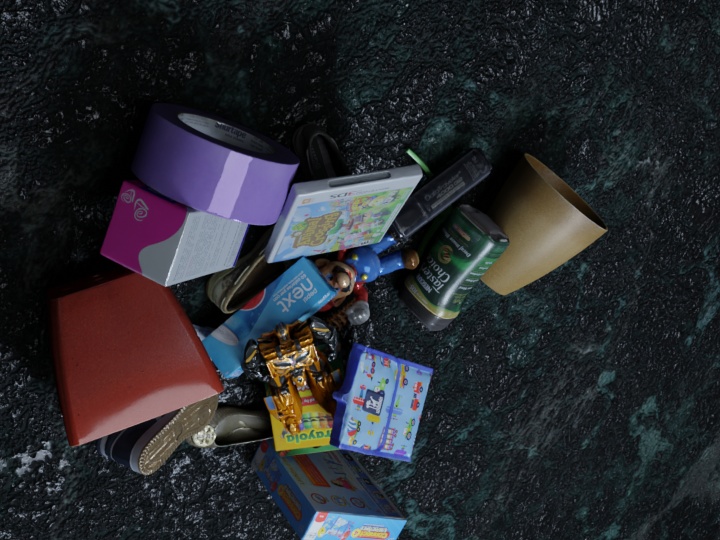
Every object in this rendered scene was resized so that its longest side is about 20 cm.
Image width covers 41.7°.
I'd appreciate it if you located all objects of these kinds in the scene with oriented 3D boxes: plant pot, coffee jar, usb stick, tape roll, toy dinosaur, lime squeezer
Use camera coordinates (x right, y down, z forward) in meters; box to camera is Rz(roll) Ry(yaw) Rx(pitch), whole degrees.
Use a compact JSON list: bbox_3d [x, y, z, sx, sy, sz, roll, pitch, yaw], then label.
[{"bbox_3d":[-0.316,0.092,1.240,0.199,0.200,0.177,-19,102,-18],"label":"plant pot"},{"bbox_3d":[0.147,-0.001,1.545,0.085,0.104,0.200,-2,131,-53],"label":"coffee jar"},{"bbox_3d":[0.122,-0.122,1.486,0.200,0.033,0.056,-37,102,-16],"label":"usb stick"},{"bbox_3d":[-0.184,-0.137,1.206,0.199,0.200,0.085,12,107,-38],"label":"tape roll"},{"bbox_3d":[0.278,-0.062,1.593,0.186,0.187,0.200,25,115,-40],"label":"plant pot"},{"bbox_3d":[-0.050,0.143,1.527,0.135,0.102,0.200,22,124,-23],"label":"toy dinosaur"},{"bbox_3d":[0.114,-0.116,1.536,0.070,0.038,0.201,-5,123,5],"label":"lime squeezer"}]

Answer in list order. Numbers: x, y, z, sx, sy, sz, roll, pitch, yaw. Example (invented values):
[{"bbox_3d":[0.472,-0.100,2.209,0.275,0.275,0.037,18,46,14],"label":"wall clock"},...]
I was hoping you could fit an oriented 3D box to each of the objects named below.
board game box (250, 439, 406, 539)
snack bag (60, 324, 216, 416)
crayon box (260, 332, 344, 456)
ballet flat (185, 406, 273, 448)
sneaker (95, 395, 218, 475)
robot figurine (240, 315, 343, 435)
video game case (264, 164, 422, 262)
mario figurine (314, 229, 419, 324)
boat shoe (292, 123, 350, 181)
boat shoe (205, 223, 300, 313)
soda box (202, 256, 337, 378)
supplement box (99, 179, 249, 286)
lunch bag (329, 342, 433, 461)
[{"bbox_3d":[-0.055,0.367,1.570,0.195,0.200,0.056,17,106,-38],"label":"board game box"},{"bbox_3d":[-0.316,0.150,1.394,0.188,0.021,0.201,22,98,-41],"label":"snack bag"},{"bbox_3d":[-0.081,0.206,1.487,0.126,0.051,0.201,-8,107,0],"label":"crayon box"},{"bbox_3d":[-0.186,0.255,1.520,0.199,0.046,0.068,2,113,-35],"label":"ballet flat"},{"bbox_3d":[-0.300,0.216,1.388,0.200,0.108,0.070,-43,136,-52],"label":"sneaker"},{"bbox_3d":[-0.089,0.151,1.372,0.144,0.058,0.201,-21,136,-5],"label":"robot figurine"},{"bbox_3d":[-0.028,-0.075,1.299,0.181,0.022,0.200,-11,159,-22],"label":"video game case"},{"bbox_3d":[0.000,0.000,1.460,0.199,0.123,0.106,-30,149,-23],"label":"mario figurine"},{"bbox_3d":[-0.041,-0.119,1.378,0.067,0.057,0.201,-31,114,-14],"label":"boat shoe"},{"bbox_3d":[-0.133,-0.006,1.401,0.200,0.063,0.073,-39,130,-10],"label":"boat shoe"},{"bbox_3d":[-0.134,0.070,1.385,0.200,0.068,0.064,-39,171,3],"label":"soda box"},{"bbox_3d":[-0.229,-0.056,1.220,0.104,0.101,0.200,-68,167,15],"label":"supplement box"},{"bbox_3d":[0.013,0.196,1.427,0.200,0.094,0.151,26,77,-57],"label":"lunch bag"}]
